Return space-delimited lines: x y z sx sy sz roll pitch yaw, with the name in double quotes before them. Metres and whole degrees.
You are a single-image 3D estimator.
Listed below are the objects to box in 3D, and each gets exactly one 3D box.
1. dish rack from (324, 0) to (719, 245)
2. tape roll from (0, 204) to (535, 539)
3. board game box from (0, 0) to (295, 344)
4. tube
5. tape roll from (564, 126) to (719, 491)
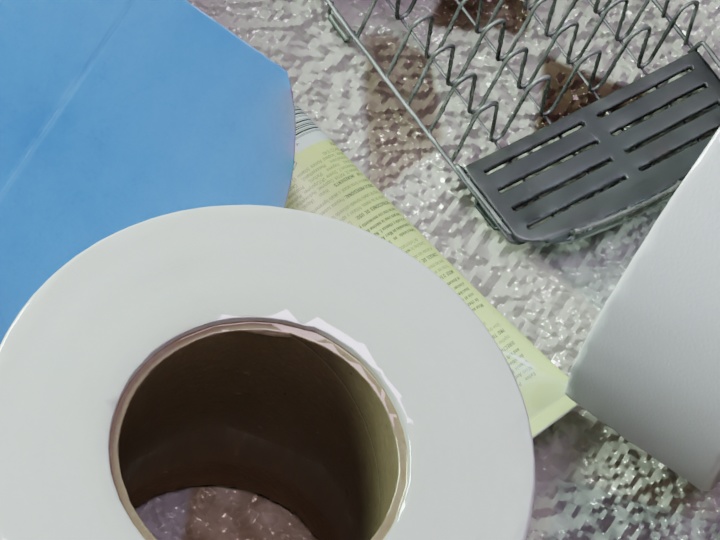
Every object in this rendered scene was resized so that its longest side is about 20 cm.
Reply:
"dish rack" 0.073 -0.111 1.301 0.153 0.055 0.200 -28 69 -22
"tape roll" -0.046 0.096 1.112 0.202 0.139 0.203 4 60 -7
"board game box" -0.126 -0.055 1.210 0.200 0.039 0.158 35 98 -2
"tube" 0.000 0.000 1.231 0.058 0.052 0.200 -45 77 9
"tape roll" 0.164 -0.013 1.179 0.071 0.203 0.203 34 60 9
